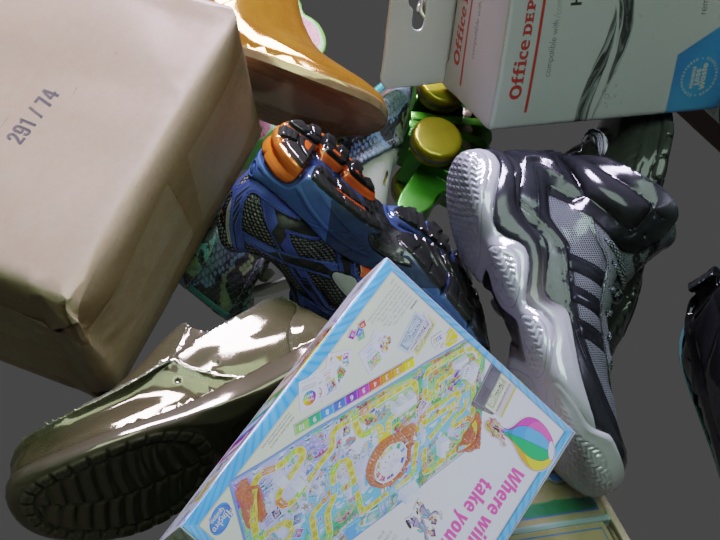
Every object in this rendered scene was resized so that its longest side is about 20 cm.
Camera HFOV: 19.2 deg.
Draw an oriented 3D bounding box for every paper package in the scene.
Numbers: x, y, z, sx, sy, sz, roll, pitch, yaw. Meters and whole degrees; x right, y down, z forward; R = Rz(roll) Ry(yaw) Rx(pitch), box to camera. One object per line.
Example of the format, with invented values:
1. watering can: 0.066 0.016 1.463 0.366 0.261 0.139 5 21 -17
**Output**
1. paper package: -0.175 -0.059 1.139 0.189 0.104 0.201 18 62 18

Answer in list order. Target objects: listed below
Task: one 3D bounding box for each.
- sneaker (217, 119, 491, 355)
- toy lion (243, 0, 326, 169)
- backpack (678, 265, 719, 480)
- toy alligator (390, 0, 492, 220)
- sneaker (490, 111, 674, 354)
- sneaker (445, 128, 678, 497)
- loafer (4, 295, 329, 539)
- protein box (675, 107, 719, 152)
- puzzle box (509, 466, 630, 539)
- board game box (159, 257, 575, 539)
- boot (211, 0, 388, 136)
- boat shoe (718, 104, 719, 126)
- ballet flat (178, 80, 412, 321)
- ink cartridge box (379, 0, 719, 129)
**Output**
1. sneaker: 0.000 0.000 1.169 0.200 0.078 0.076 42 24 -27
2. toy lion: -0.121 -0.148 1.288 0.198 0.069 0.193 1 62 -13
3. backpack: 0.270 0.069 1.146 0.152 0.176 0.201 20 42 -19
4. toy alligator: 0.054 -0.098 1.290 0.054 0.059 0.201 13 53 -8
5. sneaker: 0.132 -0.041 1.263 0.090 0.076 0.201 16 51 4
6. sneaker: 0.128 0.015 1.155 0.113 0.076 0.202 -17 75 -16
7. loafer: -0.094 0.074 1.094 0.199 0.076 0.068 -21 47 -21
8. protein box: 0.305 -0.162 1.351 0.198 0.135 0.200 -32 67 -31
9. puzzle box: 0.052 0.143 1.102 0.199 0.026 0.134 -5 50 -34
10. board game box: 0.007 0.106 1.034 0.134 0.034 0.200 43 51 -5
11. boot: -0.054 -0.166 1.226 0.200 0.071 0.145 19 65 15
12. boat shoe: 0.285 -0.087 1.192 0.199 0.074 0.065 6 6 36
13. ballet flat: -0.026 -0.037 1.230 0.074 0.074 0.200 41 60 16
14. ink cartridge box: 0.118 -0.149 1.228 0.198 0.117 0.067 -7 32 -24
